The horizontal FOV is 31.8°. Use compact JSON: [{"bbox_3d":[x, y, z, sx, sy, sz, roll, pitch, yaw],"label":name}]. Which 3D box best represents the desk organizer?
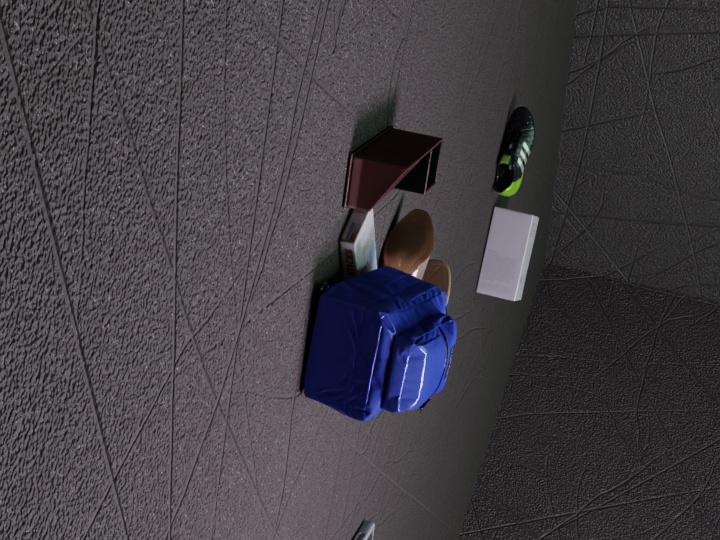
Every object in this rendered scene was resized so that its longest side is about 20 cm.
[{"bbox_3d":[0.046,-0.130,1.652,0.200,0.076,0.073,-45,145,-66],"label":"desk organizer"}]

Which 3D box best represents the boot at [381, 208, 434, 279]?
[{"bbox_3d":[0.059,0.026,1.900,0.147,0.069,0.201,95,15,-53],"label":"boot"}]

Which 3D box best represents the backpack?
[{"bbox_3d":[0.038,0.096,1.613,0.200,0.166,0.165,-28,138,-62],"label":"backpack"}]

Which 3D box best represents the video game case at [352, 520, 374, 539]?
[{"bbox_3d":[-0.022,0.547,2.115,0.182,0.023,0.203,-40,140,-68],"label":"video game case"}]

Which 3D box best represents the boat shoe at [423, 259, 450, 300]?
[{"bbox_3d":[0.103,0.077,2.115,0.065,0.071,0.203,-47,150,-81],"label":"boat shoe"}]

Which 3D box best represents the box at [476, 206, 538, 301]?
[{"bbox_3d":[0.343,-0.038,2.944,0.124,0.096,0.203,1,102,-76],"label":"box"}]

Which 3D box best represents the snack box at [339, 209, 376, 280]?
[{"bbox_3d":[0.000,0.000,1.693,0.201,0.024,0.072,85,22,-52],"label":"snack box"}]

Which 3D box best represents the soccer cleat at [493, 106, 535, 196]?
[{"bbox_3d":[0.340,-0.263,2.807,0.081,0.067,0.203,-11,113,-62],"label":"soccer cleat"}]
